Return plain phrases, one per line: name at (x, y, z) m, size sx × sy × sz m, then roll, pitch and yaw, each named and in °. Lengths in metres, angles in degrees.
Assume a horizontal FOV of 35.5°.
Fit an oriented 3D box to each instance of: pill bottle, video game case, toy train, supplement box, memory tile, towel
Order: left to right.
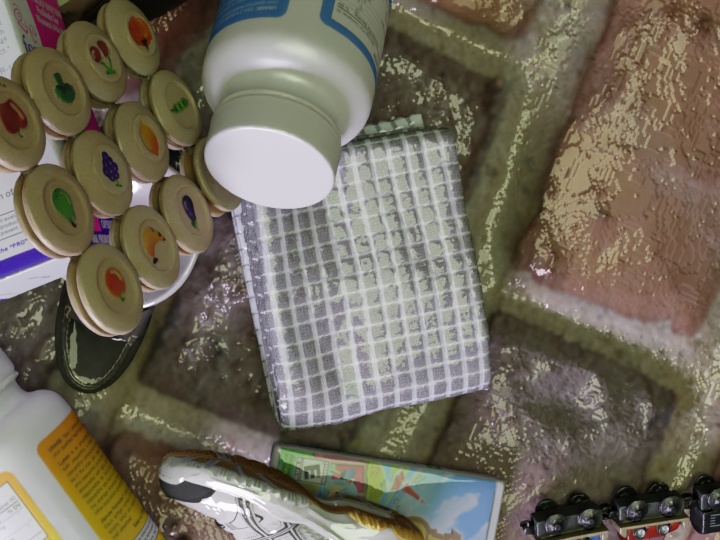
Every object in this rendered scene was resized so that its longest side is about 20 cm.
supplement box at (-0.220, -0.092, 0.660) m, size 0.102 × 0.101 × 0.203 m, roll -20°, pitch 90°, yaw 6°
pill bottle at (-0.220, 0.153, 0.753) m, size 0.110 × 0.111 × 0.201 m, roll -35°, pitch 99°, yaw -5°
memory tile at (-0.137, -0.066, 0.644) m, size 0.017 × 0.201 × 0.155 m, roll -19°, pitch 111°, yaw 25°
pill bottle at (-0.040, -0.147, 0.721) m, size 0.110 × 0.112 × 0.203 m, roll 17°, pitch 60°, yaw -10°
towel at (0.000, 0.000, 0.792) m, size 0.163 × 0.086 × 0.204 m, roll -11°, pitch 96°, yaw -9°
video game case at (0.005, 0.241, 0.842) m, size 0.179 × 0.022 × 0.204 m, roll 10°, pitch 92°, yaw -10°
toy train at (0.218, 0.192, 0.870) m, size 0.196 × 0.034 × 0.047 m, roll -6°, pitch 107°, yaw -10°

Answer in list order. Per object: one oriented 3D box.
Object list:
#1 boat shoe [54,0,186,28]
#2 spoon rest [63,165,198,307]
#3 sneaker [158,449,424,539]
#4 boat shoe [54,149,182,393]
boat shoe at (-0.170, -0.198, 0.730) m, size 0.198 × 0.071 × 0.077 m, roll -24°, pitch 77°, yaw 19°
spoon rest at (-0.195, -0.041, 0.734) m, size 0.197 × 0.061 × 0.101 m, roll 18°, pitch 93°, yaw 13°
sneaker at (-0.054, 0.190, 0.779) m, size 0.197 × 0.076 × 0.089 m, roll 23°, pitch 91°, yaw -10°
boat shoe at (-0.163, -0.009, 0.778) m, size 0.066 × 0.057 × 0.203 m, roll 22°, pitch 90°, yaw -10°
